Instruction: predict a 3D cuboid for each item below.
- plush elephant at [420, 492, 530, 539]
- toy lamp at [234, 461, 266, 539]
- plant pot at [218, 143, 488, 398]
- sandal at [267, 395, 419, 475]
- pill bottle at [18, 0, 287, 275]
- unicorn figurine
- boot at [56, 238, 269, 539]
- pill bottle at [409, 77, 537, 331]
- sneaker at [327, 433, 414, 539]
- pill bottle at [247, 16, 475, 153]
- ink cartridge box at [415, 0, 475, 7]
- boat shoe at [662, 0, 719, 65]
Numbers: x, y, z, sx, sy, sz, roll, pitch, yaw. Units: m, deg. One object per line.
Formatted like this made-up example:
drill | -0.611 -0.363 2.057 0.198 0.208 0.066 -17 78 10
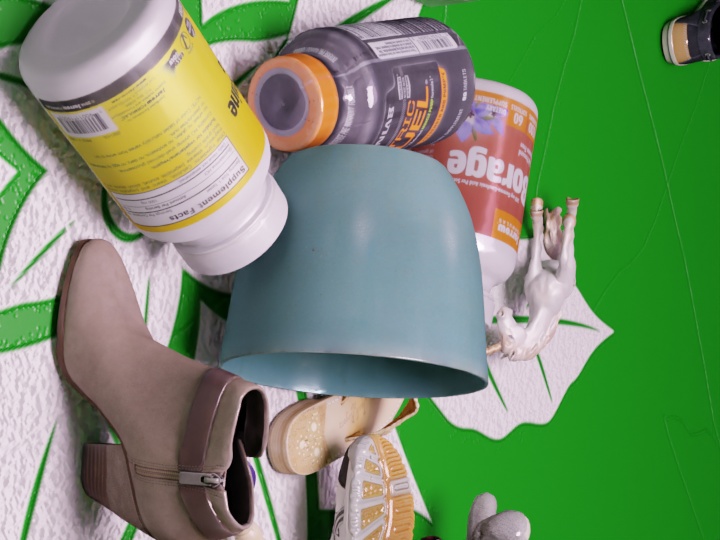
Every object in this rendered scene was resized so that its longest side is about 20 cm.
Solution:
plush elephant | 0.096 0.262 1.410 0.155 0.163 0.202 -31 114 -60
toy lamp | -0.081 0.199 1.239 0.058 0.058 0.201 -58 137 -37
plant pot | 0.000 0.000 1.239 0.200 0.199 0.163 22 68 -53
sandal | 0.013 0.112 1.360 0.211 0.069 0.078 -31 115 -51
pill bottle | -0.130 -0.094 1.116 0.201 0.112 0.113 57 47 -39
unicorn figurine | 0.173 0.007 1.583 0.200 0.073 0.139 -20 117 -59
boot | -0.125 0.079 1.094 0.070 0.145 0.202 -10 98 -53
pill bottle | 0.085 -0.054 1.427 0.112 0.111 0.202 27 68 -52
sneaker | -0.008 0.230 1.318 0.075 0.087 0.202 0 88 -46
pill bottle | -0.002 -0.140 1.308 0.199 0.105 0.107 -18 105 -53
ink cartridge box | 0.036 -0.313 1.380 0.199 0.082 0.148 6 84 -54
boat shoe | 0.416 -0.280 1.950 0.199 0.062 0.075 -27 110 -54
